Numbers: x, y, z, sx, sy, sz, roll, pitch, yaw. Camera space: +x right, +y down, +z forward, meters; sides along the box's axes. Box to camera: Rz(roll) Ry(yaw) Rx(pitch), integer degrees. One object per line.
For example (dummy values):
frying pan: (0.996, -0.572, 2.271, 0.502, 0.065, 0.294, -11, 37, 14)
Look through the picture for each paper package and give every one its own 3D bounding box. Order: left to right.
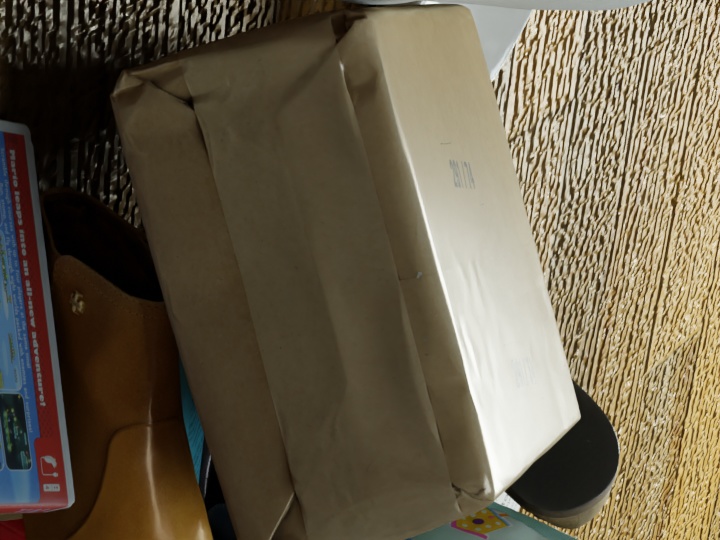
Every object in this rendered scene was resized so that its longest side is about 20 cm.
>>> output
paper package: (0.000, 0.000, 1.085, 0.200, 0.103, 0.192, -28, 103, -76)

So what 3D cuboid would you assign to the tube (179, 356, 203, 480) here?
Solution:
tube: (-0.087, 0.101, 1.168, 0.078, 0.050, 0.201, -93, -164, -66)

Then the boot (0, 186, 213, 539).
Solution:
boot: (-0.085, 0.073, 1.059, 0.070, 0.201, 0.145, -10, 131, -32)

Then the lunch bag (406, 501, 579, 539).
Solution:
lunch bag: (0.078, 0.170, 1.197, 0.123, 0.170, 0.200, -67, 165, 2)

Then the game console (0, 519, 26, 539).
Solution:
game console: (-0.135, 0.171, 1.243, 0.201, 0.031, 0.177, -64, 157, 7)

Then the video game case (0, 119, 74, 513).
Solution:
video game case: (-0.168, 0.011, 0.965, 0.200, 0.017, 0.144, 7, 73, -60)

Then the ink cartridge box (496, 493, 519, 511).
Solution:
ink cartridge box: (-0.002, 0.119, 1.323, 0.146, 0.084, 0.200, -67, 158, 3)

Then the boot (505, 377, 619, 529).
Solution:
boot: (0.040, 0.031, 1.249, 0.073, 0.200, 0.076, -33, 163, -6)

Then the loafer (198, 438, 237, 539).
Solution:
loafer: (-0.044, 0.088, 1.193, 0.063, 0.071, 0.201, 111, -24, -84)

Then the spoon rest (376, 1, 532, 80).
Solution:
spoon rest: (0.060, -0.147, 1.242, 0.099, 0.060, 0.201, 5, 110, -60)

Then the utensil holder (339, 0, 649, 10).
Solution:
utensil holder: (0.052, -0.182, 1.083, 0.200, 0.169, 0.171, -5, 119, -60)
